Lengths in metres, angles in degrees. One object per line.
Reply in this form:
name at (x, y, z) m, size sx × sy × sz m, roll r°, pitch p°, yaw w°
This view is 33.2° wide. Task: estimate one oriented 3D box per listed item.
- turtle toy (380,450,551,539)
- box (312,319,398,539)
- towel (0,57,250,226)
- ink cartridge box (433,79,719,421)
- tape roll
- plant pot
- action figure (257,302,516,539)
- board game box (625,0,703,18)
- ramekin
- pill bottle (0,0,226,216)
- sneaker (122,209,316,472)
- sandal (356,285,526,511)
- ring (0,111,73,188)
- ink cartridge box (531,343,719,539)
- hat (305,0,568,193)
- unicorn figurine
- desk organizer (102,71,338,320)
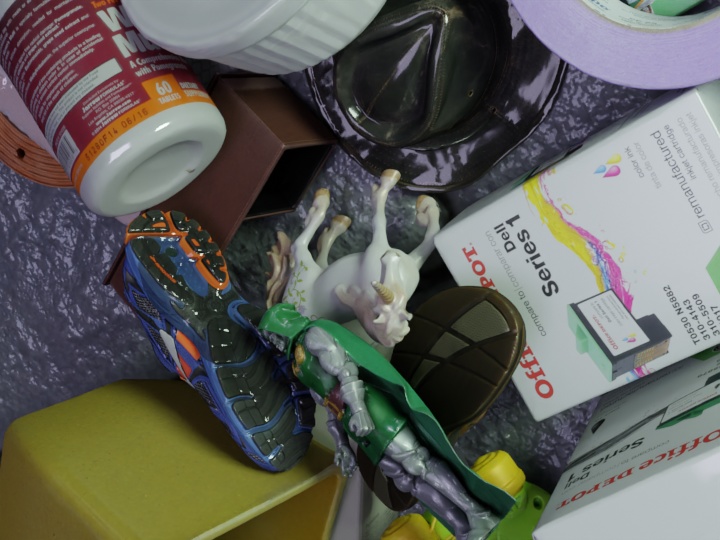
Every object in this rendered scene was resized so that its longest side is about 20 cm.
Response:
turtle toy at (0.074, 0.226, 0.873) m, size 0.199 × 0.101 × 0.147 m, roll -34°, pitch 91°, yaw -2°
box at (-0.013, 0.136, 0.911) m, size 0.067 × 0.082 × 0.204 m, roll 9°, pitch 109°, yaw 23°
towel at (-0.189, -0.154, 0.906) m, size 0.200 × 0.032 × 0.192 m, roll 42°, pitch 119°, yaw 8°
ink cartridge box at (0.168, -0.012, 0.776) m, size 0.198 × 0.084 × 0.146 m, roll -29°, pitch 93°, yaw 30°
tape roll at (0.175, -0.209, 0.688) m, size 0.197 × 0.066 × 0.204 m, roll 8°, pitch 110°, yaw 22°
plant pot at (-0.157, 0.188, 0.867) m, size 0.199 × 0.194 × 0.197 m, roll 34°, pitch 122°, yaw 30°
action figure at (0.008, 0.095, 0.763) m, size 0.200 × 0.054 × 0.119 m, roll 46°, pitch 153°, yaw 15°
board game box at (0.223, -0.248, 0.706) m, size 0.198 × 0.029 × 0.136 m, roll -28°, pitch 94°, yaw 29°
ramekin at (-0.056, -0.220, 0.769) m, size 0.200 × 0.094 × 0.206 m, roll -11°, pitch 71°, yaw 34°
pill bottle at (-0.184, -0.146, 0.817) m, size 0.109 × 0.109 × 0.201 m, roll -41°, pitch 76°, yaw 29°
sneaker at (-0.100, 0.053, 0.835) m, size 0.201 × 0.075 × 0.079 m, roll 56°, pitch 142°, yaw 16°
sandal at (0.057, 0.085, 0.806) m, size 0.082 × 0.054 × 0.202 m, roll 47°, pitch 134°, yaw 30°
ring at (-0.244, -0.166, 0.955) m, size 0.197 × 0.019 × 0.204 m, roll 8°, pitch 109°, yaw 23°
ink cartridge box at (0.204, 0.121, 0.736) m, size 0.145 × 0.200 × 0.085 m, roll -33°, pitch 93°, yaw 29°
hat at (0.035, -0.142, 0.798) m, size 0.197 × 0.081 × 0.204 m, roll 8°, pitch 109°, yaw 23°
unicorn figurine at (0.000, 0.000, 0.816) m, size 0.073 × 0.139 × 0.199 m, roll 27°, pitch 147°, yaw -21°
desk organizer at (-0.105, -0.043, 0.891) m, size 0.077 × 0.071 × 0.201 m, roll 45°, pitch 120°, yaw 20°
